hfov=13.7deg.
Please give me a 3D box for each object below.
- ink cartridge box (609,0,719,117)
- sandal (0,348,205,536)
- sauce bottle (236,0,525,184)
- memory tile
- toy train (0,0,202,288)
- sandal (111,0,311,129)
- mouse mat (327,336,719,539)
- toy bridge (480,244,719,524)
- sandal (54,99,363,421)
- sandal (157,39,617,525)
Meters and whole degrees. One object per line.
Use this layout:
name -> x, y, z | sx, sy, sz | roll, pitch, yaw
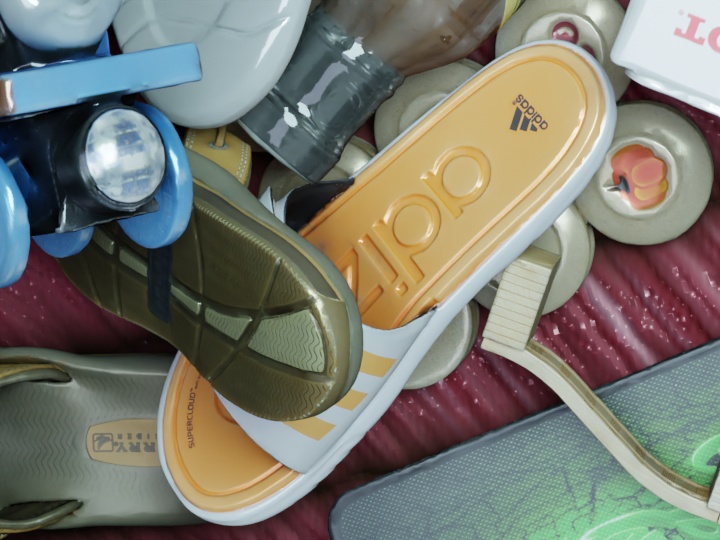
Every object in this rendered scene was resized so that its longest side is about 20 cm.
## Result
ink cartridge box -> 0.185, -0.134, 0.951 | 0.145, 0.084, 0.200 | 22, 105, 9
sandal -> -0.131, 0.068, 1.079 | 0.200, 0.054, 0.080 | -4, 100, 15
sauce bottle -> 0.035, -0.115, 0.983 | 0.065, 0.065, 0.200 | 43, 95, 2
memory tile -> 0.017, -0.071, 1.042 | 0.153, 0.017, 0.200 | -31, 93, 18
toy train -> -0.127, -0.054, 0.938 | 0.200, 0.087, 0.114 | -4, 100, 56
sandal -> -0.039, -0.146, 0.956 | 0.082, 0.050, 0.203 | -6, 83, 36
mouse mat -> 0.105, 0.118, 1.052 | 0.200, 0.008, 0.161 | -23, 95, 10
toy bridge -> 0.136, 0.055, 1.021 | 0.200, 0.027, 0.067 | 20, 104, 4
sandal -> -0.053, -0.018, 0.975 | 0.200, 0.054, 0.080 | 38, 132, 41
sandal -> -0.004, -0.006, 1.004 | 0.207, 0.059, 0.079 | -47, 60, 9
